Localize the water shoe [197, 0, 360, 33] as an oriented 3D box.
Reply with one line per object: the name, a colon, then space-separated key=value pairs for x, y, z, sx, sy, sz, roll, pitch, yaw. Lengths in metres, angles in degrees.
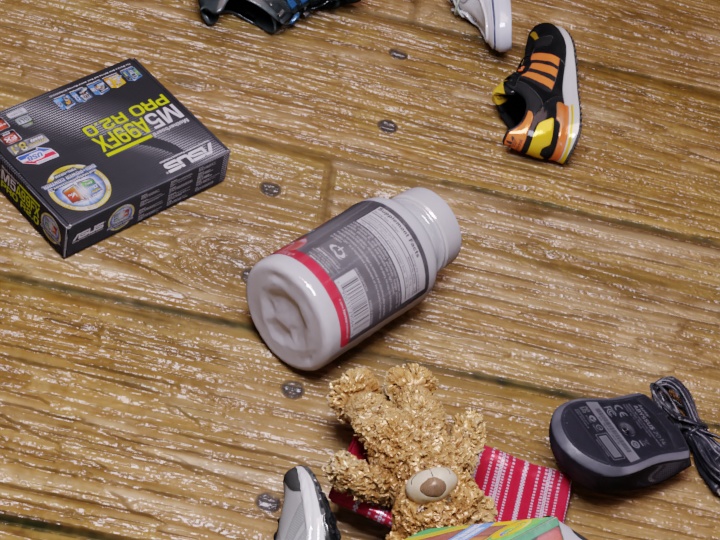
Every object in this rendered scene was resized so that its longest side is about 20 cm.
water shoe: x=-0.086 y=-0.297 z=1.751 sx=0.198 sy=0.071 sz=0.080 roll=2 pitch=75 yaw=-16

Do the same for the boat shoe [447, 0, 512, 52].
boat shoe: x=0.131 y=-0.314 z=1.823 sx=0.066 sy=0.074 sz=0.201 roll=-6 pitch=39 yaw=-1

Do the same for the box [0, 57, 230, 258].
box: x=-0.252 y=-0.114 z=1.535 sx=0.199 sy=0.044 sz=0.160 roll=-29 pitch=61 yaw=-35

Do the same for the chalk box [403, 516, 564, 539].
chalk box: x=0.082 y=0.254 z=1.123 sx=0.124 sy=0.199 sz=0.125 roll=-17 pitch=89 yaw=-38

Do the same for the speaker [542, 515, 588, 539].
speaker: x=0.211 y=0.280 z=1.250 sx=0.199 sy=0.081 sz=0.081 roll=33 pitch=46 yaw=-3

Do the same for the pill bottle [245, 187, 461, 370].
pill bottle: x=0.000 y=0.000 z=1.456 sx=0.111 sy=0.111 sz=0.199 roll=41 pitch=50 yaw=22

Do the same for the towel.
towel: x=0.080 y=0.185 z=1.351 sx=0.199 sy=0.023 sz=0.145 roll=22 pitch=34 yaw=4

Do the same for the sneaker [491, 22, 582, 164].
sneaker: x=0.185 y=-0.204 z=1.725 sx=0.089 sy=0.070 sz=0.201 roll=9 pitch=48 yaw=-13

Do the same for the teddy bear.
teddy bear: x=0.041 y=0.145 z=1.308 sx=0.144 sy=0.067 sz=0.201 roll=12 pitch=37 yaw=-9

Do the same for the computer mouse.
computer mouse: x=0.243 y=0.162 z=1.420 sx=0.199 sy=0.053 sz=0.139 roll=1 pitch=44 yaw=-35

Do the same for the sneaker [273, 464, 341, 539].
sneaker: x=-0.052 y=0.236 z=1.254 sx=0.079 sy=0.074 sz=0.201 roll=-15 pitch=40 yaw=8
